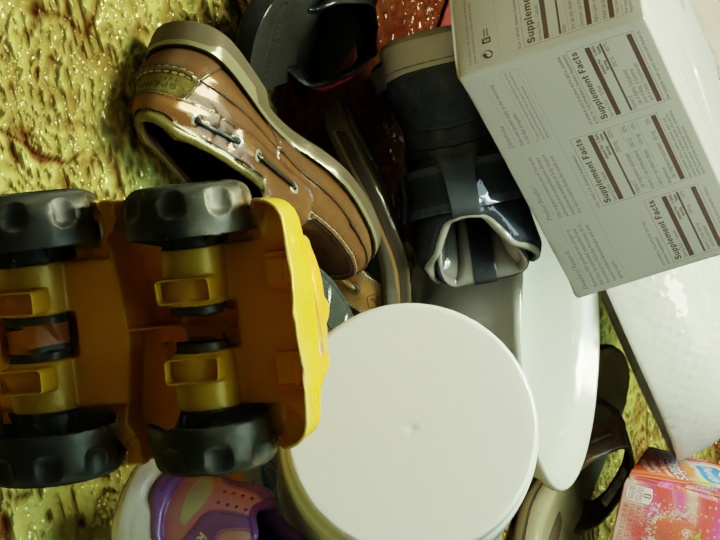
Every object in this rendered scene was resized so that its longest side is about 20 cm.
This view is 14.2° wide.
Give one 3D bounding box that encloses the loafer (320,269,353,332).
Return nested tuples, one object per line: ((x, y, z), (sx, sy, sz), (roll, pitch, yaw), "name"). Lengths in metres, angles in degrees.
((-0.061, 0.022, 1.584), (0.200, 0.063, 0.072), (44, 55, -57), "loafer")

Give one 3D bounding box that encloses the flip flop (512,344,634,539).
((0.154, 0.139, 1.969), (0.081, 0.057, 0.200), (62, 38, -39), "flip flop")

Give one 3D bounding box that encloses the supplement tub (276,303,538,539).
((0.021, 0.098, 1.500), (0.200, 0.131, 0.133), (101, -6, -78), "supplement tub")

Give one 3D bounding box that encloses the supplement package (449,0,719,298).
((0.134, -0.115, 1.653), (0.200, 0.110, 0.156), (59, 20, -45), "supplement package")

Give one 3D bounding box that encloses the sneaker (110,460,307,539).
((-0.050, 0.178, 1.486), (0.201, 0.088, 0.081), (64, 36, -35), "sneaker")

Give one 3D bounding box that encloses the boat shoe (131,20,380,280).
((-0.063, -0.047, 1.577), (0.200, 0.072, 0.068), (46, 49, -36), "boat shoe")

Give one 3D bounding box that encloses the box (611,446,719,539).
((0.211, 0.233, 1.960), (0.100, 0.095, 0.201), (-30, 133, -73), "box")

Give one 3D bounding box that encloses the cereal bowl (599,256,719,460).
((0.210, 0.022, 1.954), (0.200, 0.083, 0.201), (-23, 90, -88), "cereal bowl")

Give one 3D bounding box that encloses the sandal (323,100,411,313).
((0.000, 0.000, 1.697), (0.082, 0.054, 0.201), (-107, -175, -63), "sandal")

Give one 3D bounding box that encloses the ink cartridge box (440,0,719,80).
((0.158, -0.122, 1.838), (0.117, 0.199, 0.068), (55, 43, -45), "ink cartridge box")

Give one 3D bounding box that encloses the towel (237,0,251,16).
((-0.035, -0.236, 1.677), (0.200, 0.022, 0.145), (-53, 135, -46), "towel")

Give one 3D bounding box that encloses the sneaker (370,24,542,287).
((0.057, -0.063, 1.718), (0.202, 0.077, 0.147), (-2, 76, -84), "sneaker")

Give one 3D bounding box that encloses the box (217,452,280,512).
((-0.073, 0.181, 1.576), (0.119, 0.041, 0.200), (67, 33, -34), "box")

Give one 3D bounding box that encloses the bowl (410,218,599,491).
((0.084, 0.037, 1.795), (0.201, 0.090, 0.202), (-2, 90, -73), "bowl")

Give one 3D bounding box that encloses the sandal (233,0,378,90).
((-0.020, -0.133, 1.638), (0.200, 0.045, 0.075), (-34, 138, -69), "sandal")

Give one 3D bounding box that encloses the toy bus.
((-0.092, 0.023, 1.394), (0.192, 0.199, 0.136), (-14, 99, -68), "toy bus")
